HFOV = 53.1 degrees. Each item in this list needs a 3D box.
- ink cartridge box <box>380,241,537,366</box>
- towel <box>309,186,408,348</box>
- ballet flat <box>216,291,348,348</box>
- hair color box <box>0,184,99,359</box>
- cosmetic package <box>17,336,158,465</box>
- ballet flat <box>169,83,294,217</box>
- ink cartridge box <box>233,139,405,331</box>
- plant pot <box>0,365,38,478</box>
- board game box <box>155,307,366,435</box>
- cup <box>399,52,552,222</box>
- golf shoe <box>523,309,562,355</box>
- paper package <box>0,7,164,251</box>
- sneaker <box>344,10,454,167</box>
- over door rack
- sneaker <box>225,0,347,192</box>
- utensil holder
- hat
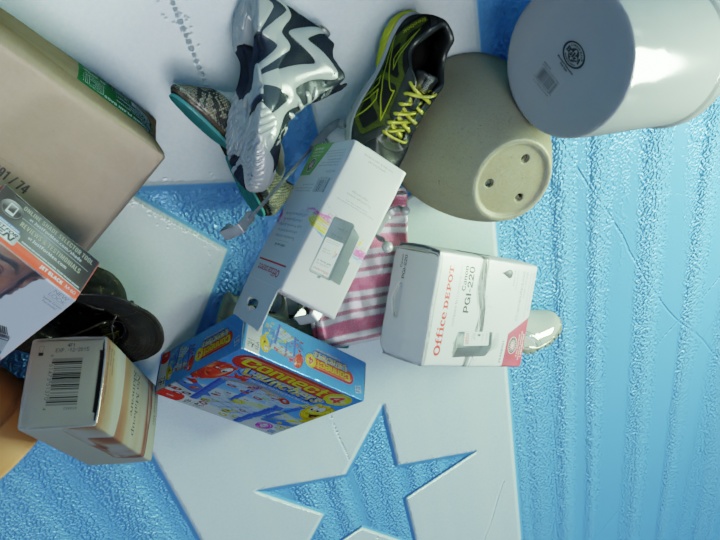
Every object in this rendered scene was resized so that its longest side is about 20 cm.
[{"bbox_3d":[0.132,0.048,0.949,0.198,0.084,0.148,7,94,-38],"label":"ink cartridge box"},{"bbox_3d":[0.000,0.000,0.925,0.145,0.030,0.203,-10,106,-19],"label":"towel"},{"bbox_3d":[-0.092,0.063,0.954,0.198,0.067,0.065,10,91,-30],"label":"ballet flat"},{"bbox_3d":[-0.359,0.022,0.686,0.199,0.064,0.111,-33,117,26],"label":"hair color box"},{"bbox_3d":[-0.308,0.158,0.842,0.086,0.105,0.200,-2,156,0],"label":"cosmetic package"},{"bbox_3d":[-0.133,-0.147,0.801,0.075,0.068,0.201,-47,136,-14],"label":"ballet flat"},{"bbox_3d":[-0.046,-0.025,0.725,0.067,0.117,0.202,29,85,-23],"label":"ink cartridge box"},{"bbox_3d":[-0.470,0.165,0.800,0.199,0.200,0.141,-31,112,1],"label":"plant pot"},{"bbox_3d":[-0.129,0.139,0.935,0.199,0.056,0.195,29,139,-34],"label":"board game box"},{"bbox_3d":[0.148,-0.139,0.860,0.198,0.144,0.202,-10,125,-15],"label":"cup"},{"bbox_3d":[0.218,0.074,1.078,0.198,0.078,0.098,-9,119,-17],"label":"golf shoe"},{"bbox_3d":[-0.327,-0.121,0.706,0.191,0.104,0.199,-45,126,12],"label":"paper package"},{"bbox_3d":[0.042,-0.188,0.787,0.074,0.084,0.202,12,96,-31],"label":"sneaker"},{"bbox_3d":[-0.037,-0.057,0.819,0.200,0.066,0.148,-49,114,-25],"label":"over door rack"},{"bbox_3d":[-0.068,-0.177,0.754,0.128,0.079,0.202,4,78,-36],"label":"sneaker"},{"bbox_3d":[0.285,-0.236,0.794,0.199,0.170,0.172,-15,130,-38],"label":"utensil holder"},{"bbox_3d":[-0.320,0.038,0.821,0.198,0.082,0.201,-3,149,-2],"label":"hat"}]
